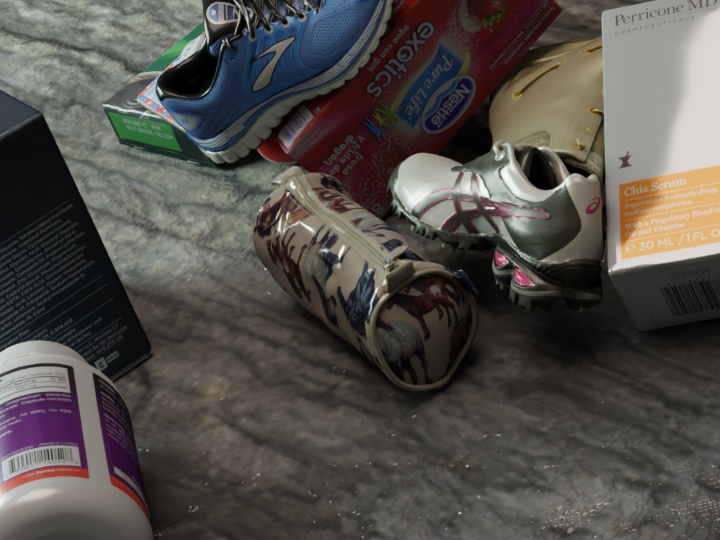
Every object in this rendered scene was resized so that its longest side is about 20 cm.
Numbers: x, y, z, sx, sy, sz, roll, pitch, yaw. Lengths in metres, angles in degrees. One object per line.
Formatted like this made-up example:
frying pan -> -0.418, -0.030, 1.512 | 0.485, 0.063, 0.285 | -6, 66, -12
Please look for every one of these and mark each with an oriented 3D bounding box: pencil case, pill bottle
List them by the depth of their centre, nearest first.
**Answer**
pill bottle -> -0.188, 0.127, 1.572 | 0.112, 0.113, 0.200 | -22, 31, 1
pencil case -> 0.000, 0.000, 1.665 | 0.077, 0.090, 0.200 | -19, 29, -20

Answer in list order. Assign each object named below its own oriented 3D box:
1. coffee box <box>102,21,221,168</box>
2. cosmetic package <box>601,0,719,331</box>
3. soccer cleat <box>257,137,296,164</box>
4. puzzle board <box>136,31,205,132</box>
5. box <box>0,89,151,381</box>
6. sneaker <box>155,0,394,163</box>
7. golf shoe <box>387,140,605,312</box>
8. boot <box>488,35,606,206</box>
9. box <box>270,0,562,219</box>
coffee box -> -0.089, -0.159, 2.002 | 0.123, 0.044, 0.200 | 16, 49, 46
cosmetic package -> 0.206, -0.071, 1.600 | 0.101, 0.071, 0.201 | -11, 54, 18
soccer cleat -> 0.003, -0.149, 1.918 | 0.200, 0.069, 0.085 | -46, -10, -4
puzzle board -> -0.062, -0.174, 1.908 | 0.200, 0.017, 0.151 | -46, 35, -9
box -> -0.249, -0.017, 1.741 | 0.107, 0.201, 0.148 | -35, 34, -19
sneaker -> -0.058, -0.155, 1.739 | 0.200, 0.089, 0.079 | -39, 36, 22
golf shoe -> 0.091, -0.046, 1.625 | 0.077, 0.089, 0.200 | -2, 22, -34
boot -> 0.172, -0.104, 1.729 | 0.199, 0.073, 0.156 | -14, 32, 19
box -> 0.029, -0.148, 1.797 | 0.200, 0.095, 0.100 | -49, 32, 6
